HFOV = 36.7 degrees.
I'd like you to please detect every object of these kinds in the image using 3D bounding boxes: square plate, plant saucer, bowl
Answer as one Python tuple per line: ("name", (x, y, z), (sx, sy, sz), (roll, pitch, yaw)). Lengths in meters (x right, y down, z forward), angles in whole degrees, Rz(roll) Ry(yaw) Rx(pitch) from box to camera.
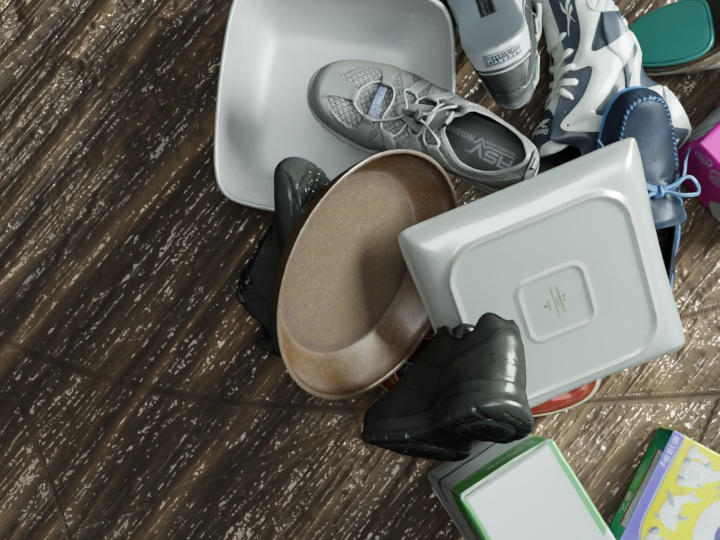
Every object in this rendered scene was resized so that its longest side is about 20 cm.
("square plate", (0.151, 0.022, 0.858), (0.196, 0.029, 0.202), (-22, 117, 0))
("plant saucer", (0.000, 0.000, 0.836), (0.036, 0.200, 0.202), (25, 85, 37))
("bowl", (-0.020, -0.141, 0.931), (0.197, 0.075, 0.202), (5, 87, 0))

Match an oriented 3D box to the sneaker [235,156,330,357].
("sneaker", (-0.061, 0.000, 0.883), (0.090, 0.076, 0.202), (6, 125, 14))

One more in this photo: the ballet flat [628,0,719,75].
("ballet flat", (0.313, -0.203, 0.915), (0.067, 0.199, 0.069), (18, 70, -39))

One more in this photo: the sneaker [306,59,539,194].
("sneaker", (0.054, -0.121, 0.855), (0.198, 0.082, 0.076), (18, 86, -1))

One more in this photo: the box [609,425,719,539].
("box", (0.324, 0.233, 0.929), (0.198, 0.048, 0.118), (28, 87, -1))

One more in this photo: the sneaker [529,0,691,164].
("sneaker", (0.175, -0.155, 0.932), (0.129, 0.079, 0.200), (-36, 94, -8))

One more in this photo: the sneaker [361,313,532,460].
("sneaker", (0.067, 0.091, 0.824), (0.075, 0.200, 0.092), (18, 65, -25))

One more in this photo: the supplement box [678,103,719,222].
("supplement box", (0.374, -0.132, 0.925), (0.200, 0.103, 0.101), (-44, 89, -2))

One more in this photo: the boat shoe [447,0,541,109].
("boat shoe", (0.118, -0.202, 0.905), (0.073, 0.200, 0.068), (-20, 125, 11))

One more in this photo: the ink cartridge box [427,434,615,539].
("ink cartridge box", (0.132, 0.206, 0.851), (0.084, 0.200, 0.147), (-32, 88, -6))

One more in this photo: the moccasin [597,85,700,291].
("moccasin", (0.243, -0.050, 0.894), (0.080, 0.068, 0.202), (-15, 117, -4))

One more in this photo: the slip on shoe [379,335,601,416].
("slip on shoe", (0.110, 0.087, 0.926), (0.197, 0.061, 0.075), (5, 85, -2))
